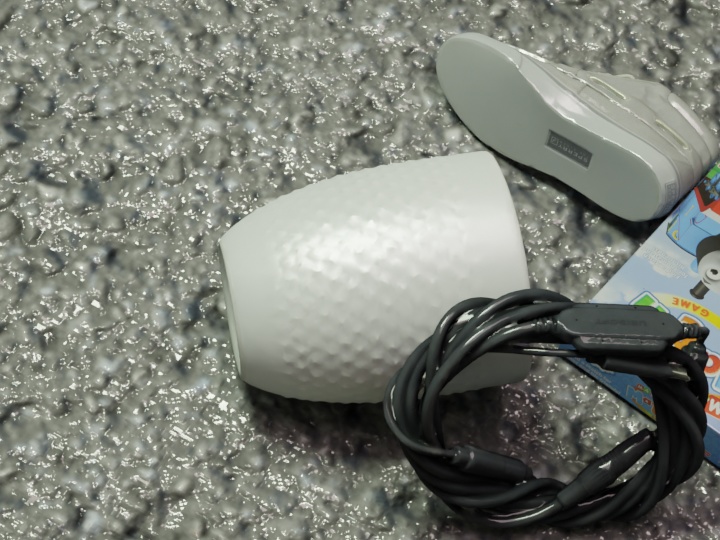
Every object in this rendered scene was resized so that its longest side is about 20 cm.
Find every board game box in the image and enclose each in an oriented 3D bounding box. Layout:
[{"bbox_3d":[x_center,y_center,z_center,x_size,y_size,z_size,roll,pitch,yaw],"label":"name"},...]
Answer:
[{"bbox_3d":[0.249,0.028,1.421,0.151,0.037,0.200,36,58,15],"label":"board game box"}]

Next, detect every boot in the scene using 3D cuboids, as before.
[{"bbox_3d":[0.153,-0.111,1.495,0.200,0.074,0.096,37,41,17],"label":"boot"}]

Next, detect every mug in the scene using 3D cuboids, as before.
[{"bbox_3d":[0.000,0.000,1.349,0.175,0.148,0.200,-9,26,-7],"label":"mug"}]

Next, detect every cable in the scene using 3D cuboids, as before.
[{"bbox_3d":[0.110,0.087,1.283,0.200,0.163,0.051,0,36,-10],"label":"cable"}]
